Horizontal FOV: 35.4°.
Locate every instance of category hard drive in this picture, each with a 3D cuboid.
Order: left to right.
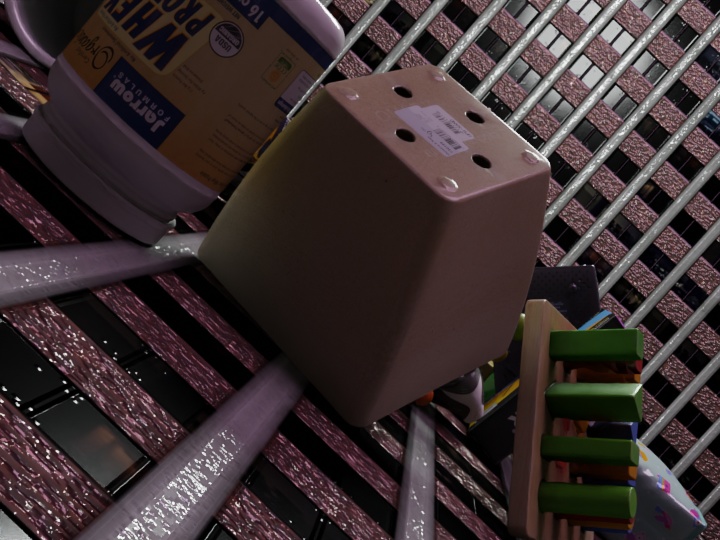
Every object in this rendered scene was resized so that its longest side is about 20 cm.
[{"bbox_3d":[0.222,0.097,1.350,0.132,0.204,0.042,-3,-1,-2],"label":"hard drive"}]

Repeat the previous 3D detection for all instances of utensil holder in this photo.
[{"bbox_3d":[-0.244,-0.263,1.136,0.170,0.170,0.200,42,2,0],"label":"utensil holder"}]

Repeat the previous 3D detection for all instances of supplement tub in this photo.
[{"bbox_3d":[-0.122,-0.133,0.777,0.144,0.200,0.144,41,5,-4],"label":"supplement tub"}]

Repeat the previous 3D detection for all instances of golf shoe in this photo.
[{"bbox_3d":[0.069,0.098,1.208,0.095,0.077,0.200,67,-11,-28],"label":"golf shoe"}]

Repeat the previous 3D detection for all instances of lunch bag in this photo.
[{"bbox_3d":[0.341,0.280,1.467,0.170,0.122,0.200,42,11,0],"label":"lunch bag"}]

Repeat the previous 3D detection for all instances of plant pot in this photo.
[{"bbox_3d":[0.029,-0.039,0.859,0.199,0.178,0.200,-19,55,-46],"label":"plant pot"}]

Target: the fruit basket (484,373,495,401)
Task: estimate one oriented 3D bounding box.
[{"bbox_3d":[0.195,0.141,1.543,0.215,0.213,0.158,37,47,-49],"label":"fruit basket"}]

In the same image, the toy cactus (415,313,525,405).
[{"bbox_3d":[0.068,0.061,1.075,0.165,0.197,0.104,-179,-101,-67],"label":"toy cactus"}]

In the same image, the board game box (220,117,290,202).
[{"bbox_3d":[-0.103,-0.106,1.156,0.199,0.057,0.165,15,-17,49],"label":"board game box"}]

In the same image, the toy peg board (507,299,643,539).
[{"bbox_3d":[0.217,0.151,1.014,0.096,0.203,0.199,-1,-19,28],"label":"toy peg board"}]

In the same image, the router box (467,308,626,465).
[{"bbox_3d":[0.211,0.125,1.249,0.051,0.199,0.149,51,5,4],"label":"router box"}]

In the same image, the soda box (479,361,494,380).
[{"bbox_3d":[0.074,0.073,1.397,0.200,0.064,0.068,44,6,2],"label":"soda box"}]
